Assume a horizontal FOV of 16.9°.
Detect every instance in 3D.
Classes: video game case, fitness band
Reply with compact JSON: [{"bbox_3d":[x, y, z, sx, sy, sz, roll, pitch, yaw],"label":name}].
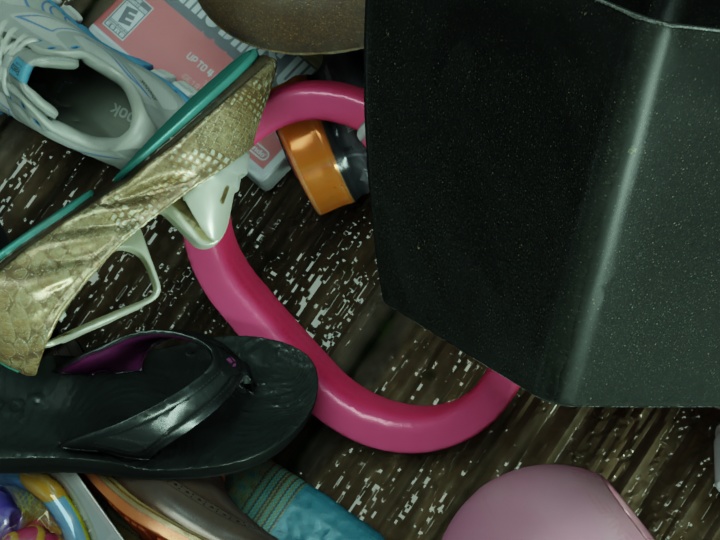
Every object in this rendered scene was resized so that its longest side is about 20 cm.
[{"bbox_3d":[-0.033,-0.158,1.328,0.143,0.017,0.200,41,82,21],"label":"video game case"},{"bbox_3d":[0.000,0.000,1.201,0.144,0.037,0.200,-40,92,25],"label":"fitness band"}]

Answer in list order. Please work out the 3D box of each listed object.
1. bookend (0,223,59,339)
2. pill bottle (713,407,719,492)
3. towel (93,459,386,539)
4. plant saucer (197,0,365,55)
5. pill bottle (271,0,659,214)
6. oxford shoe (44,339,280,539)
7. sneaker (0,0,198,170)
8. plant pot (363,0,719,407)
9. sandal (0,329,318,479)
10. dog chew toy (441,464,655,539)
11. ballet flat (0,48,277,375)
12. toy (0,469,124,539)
[{"bbox_3d":[-0.292,0.067,1.244,0.200,0.199,0.092,-11,60,-41],"label":"bookend"},{"bbox_3d":[0.212,0.009,1.170,0.111,0.111,0.200,-1,71,11],"label":"pill bottle"},{"bbox_3d":[-0.090,0.153,1.227,0.200,0.022,0.147,33,78,21],"label":"towel"},{"bbox_3d":[0.001,-0.192,1.187,0.200,0.035,0.201,-13,50,16],"label":"plant saucer"},{"bbox_3d":[0.052,-0.100,1.243,0.200,0.106,0.106,-24,68,3],"label":"pill bottle"},{"bbox_3d":[-0.095,0.099,1.201,0.200,0.071,0.073,32,75,22],"label":"oxford shoe"},{"bbox_3d":[-0.171,-0.109,1.292,0.200,0.087,0.075,25,93,24],"label":"sneaker"},{"bbox_3d":[0.117,-0.043,1.077,0.200,0.199,0.178,30,112,49],"label":"plant pot"},{"bbox_3d":[-0.113,0.062,1.161,0.200,0.048,0.075,-5,57,-17],"label":"sandal"},{"bbox_3d":[0.054,0.183,1.140,0.200,0.125,0.125,-38,68,5],"label":"dog chew toy"},{"bbox_3d":[-0.105,-0.023,1.156,0.200,0.071,0.065,-40,96,-7],"label":"ballet flat"},{"bbox_3d":[-0.163,0.155,1.182,0.200,0.047,0.115,50,125,12],"label":"toy"}]
